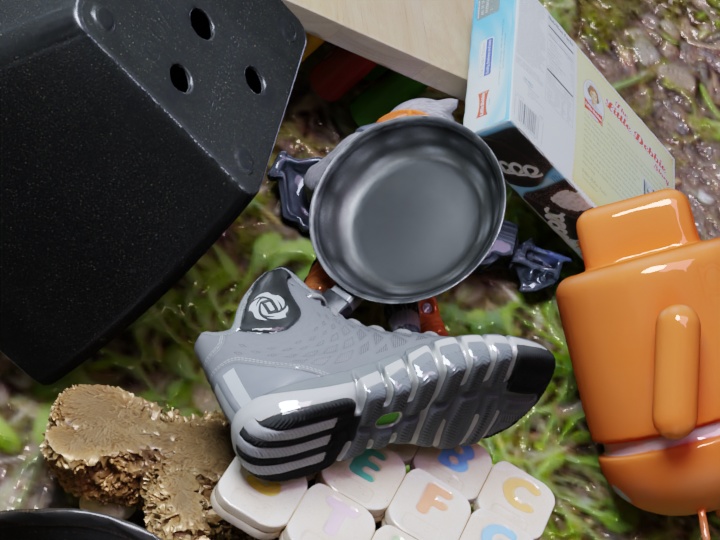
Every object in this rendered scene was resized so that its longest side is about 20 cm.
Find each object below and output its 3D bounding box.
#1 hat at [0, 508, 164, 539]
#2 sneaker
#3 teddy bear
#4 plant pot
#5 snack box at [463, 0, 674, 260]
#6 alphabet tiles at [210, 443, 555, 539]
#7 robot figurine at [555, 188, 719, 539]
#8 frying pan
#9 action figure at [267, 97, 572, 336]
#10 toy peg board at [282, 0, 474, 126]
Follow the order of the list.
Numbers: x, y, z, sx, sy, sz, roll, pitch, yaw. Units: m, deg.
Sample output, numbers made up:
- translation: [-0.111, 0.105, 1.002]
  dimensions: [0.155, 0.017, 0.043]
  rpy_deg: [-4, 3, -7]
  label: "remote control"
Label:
- translation: [-0.114, 0.178, 0.875]
  dimensions: [0.200, 0.201, 0.081]
  rpy_deg: [32, 29, 1]
  label: "hat"
- translation: [0.003, 0.036, 0.966]
  dimensions: [0.199, 0.075, 0.116]
  rpy_deg: [-7, 46, -37]
  label: "sneaker"
- translation: [-0.071, 0.120, 0.973]
  dimensions: [0.199, 0.067, 0.145]
  rpy_deg: [6, 35, -15]
  label: "teddy bear"
- translation: [-0.146, -0.094, 0.973]
  dimensions: [0.200, 0.177, 0.201]
  rpy_deg: [45, 40, -28]
  label: "plant pot"
- translation: [0.136, -0.076, 1.161]
  dimensions: [0.200, 0.037, 0.117]
  rpy_deg: [42, 42, -37]
  label: "snack box"
- translation: [0.026, 0.138, 0.931]
  dimensions: [0.199, 0.015, 0.196]
  rpy_deg: [31, 36, 4]
  label: "alphabet tiles"
- translation: [0.181, 0.056, 1.082]
  dimensions: [0.116, 0.144, 0.201]
  rpy_deg: [-14, 89, -27]
  label: "robot figurine"
- translation: [0.016, 0.002, 1.024]
  dimensions: [0.114, 0.031, 0.191]
  rpy_deg: [11, 72, 23]
  label: "frying pan"
- translation: [0.043, -0.017, 1.107]
  dimensions: [0.199, 0.105, 0.194]
  rpy_deg: [12, 63, -11]
  label: "action figure"
- translation: [-0.024, -0.194, 1.173]
  dimensions: [0.198, 0.098, 0.201]
  rpy_deg: [19, 49, -35]
  label: "toy peg board"
